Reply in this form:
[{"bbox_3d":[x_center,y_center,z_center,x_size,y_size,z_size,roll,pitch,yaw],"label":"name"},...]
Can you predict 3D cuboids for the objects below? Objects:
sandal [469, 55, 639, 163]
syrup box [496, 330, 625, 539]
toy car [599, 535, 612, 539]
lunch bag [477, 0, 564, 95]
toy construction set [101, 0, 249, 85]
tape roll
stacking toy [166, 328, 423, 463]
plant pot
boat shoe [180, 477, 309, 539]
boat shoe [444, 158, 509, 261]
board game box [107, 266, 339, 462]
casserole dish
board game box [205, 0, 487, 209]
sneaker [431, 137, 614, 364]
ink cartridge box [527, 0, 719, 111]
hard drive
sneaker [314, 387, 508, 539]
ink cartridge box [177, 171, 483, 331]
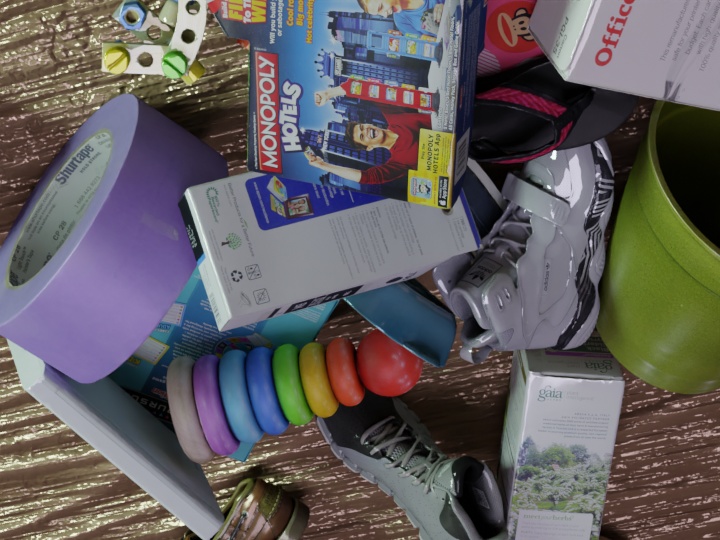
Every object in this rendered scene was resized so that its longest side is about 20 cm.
[{"bbox_3d":[0.097,-0.102,1.505,0.198,0.045,0.076,-8,125,3],"label":"sandal"},{"bbox_3d":[0.157,0.150,1.761,0.078,0.082,0.202,3,116,-5],"label":"syrup box"},{"bbox_3d":[0.166,0.342,1.868,0.184,0.201,0.177,35,124,-22],"label":"toy car"},{"bbox_3d":[0.092,-0.203,1.501,0.175,0.082,0.201,-12,127,14],"label":"lunch bag"},{"bbox_3d":[-0.074,-0.161,1.543,0.199,0.092,0.132,24,103,-24],"label":"toy construction set"},{"bbox_3d":[-0.188,-0.024,1.596,0.085,0.201,0.200,33,125,-22],"label":"tape roll"},{"bbox_3d":[-0.047,0.089,1.704,0.198,0.086,0.086,-13,128,7],"label":"stacking toy"},{"bbox_3d":[0.263,-0.012,1.589,0.199,0.201,0.193,17,140,-9],"label":"plant pot"},{"bbox_3d":[-0.131,0.251,1.910,0.068,0.072,0.200,36,114,-18],"label":"boat shoe"},{"bbox_3d":[0.064,-0.058,1.626,0.062,0.075,0.200,-46,125,-1],"label":"boat shoe"},{"bbox_3d":[-0.123,0.052,1.752,0.150,0.047,0.201,21,128,-13],"label":"board game box"},{"bbox_3d":[0.000,0.000,1.626,0.039,0.200,0.121,-52,144,6],"label":"casserole dish"},{"bbox_3d":[-0.019,-0.159,1.453,0.198,0.062,0.201,13,121,16],"label":"board game box"},{"bbox_3d":[0.118,-0.026,1.576,0.114,0.075,0.202,-16,118,-33],"label":"sneaker"},{"bbox_3d":[0.231,-0.191,1.448,0.198,0.083,0.147,8,118,-24],"label":"ink cartridge box"},{"bbox_3d":[-0.193,0.117,1.698,0.026,0.132,0.200,-44,118,4],"label":"hard drive"},{"bbox_3d":[0.052,0.149,1.747,0.200,0.075,0.115,47,155,1],"label":"sneaker"},{"bbox_3d":[-0.020,-0.031,1.531,0.198,0.100,0.039,-14,168,-20],"label":"ink cartridge box"}]
